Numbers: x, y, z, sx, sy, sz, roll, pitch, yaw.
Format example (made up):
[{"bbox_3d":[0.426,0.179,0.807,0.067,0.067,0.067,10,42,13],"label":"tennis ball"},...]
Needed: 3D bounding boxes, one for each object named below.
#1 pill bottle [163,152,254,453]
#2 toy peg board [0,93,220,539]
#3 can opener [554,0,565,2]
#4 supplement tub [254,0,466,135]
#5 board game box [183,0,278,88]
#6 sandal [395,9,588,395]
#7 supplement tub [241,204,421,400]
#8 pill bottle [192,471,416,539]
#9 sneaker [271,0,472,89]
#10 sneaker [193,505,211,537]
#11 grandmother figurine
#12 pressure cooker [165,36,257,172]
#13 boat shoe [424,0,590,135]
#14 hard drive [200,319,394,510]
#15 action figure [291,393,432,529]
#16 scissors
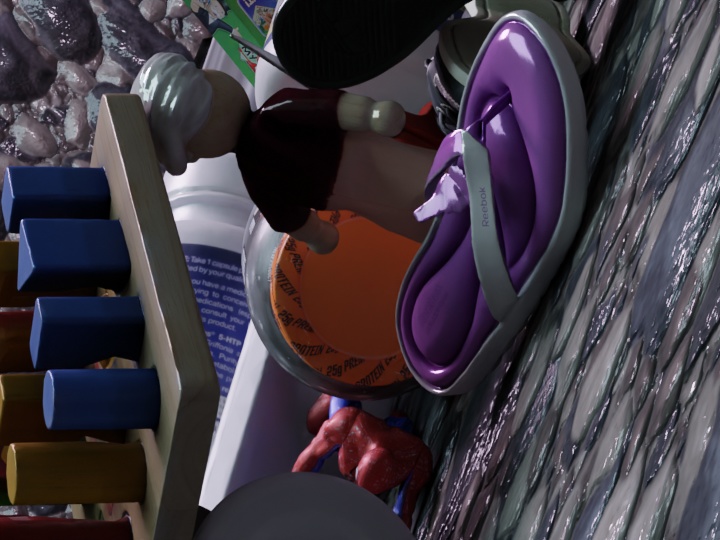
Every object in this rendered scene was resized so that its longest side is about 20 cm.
[{"bbox_3d":[-0.090,0.040,1.710,0.120,0.119,0.201,118,166,-62],"label":"pill bottle"},{"bbox_3d":[-0.140,0.060,1.306,0.201,0.097,0.200,-110,25,-47],"label":"toy peg board"},{"bbox_3d":[0.126,-0.234,1.478,0.063,0.079,0.201,-7,-52,-52],"label":"can opener"},{"bbox_3d":[0.030,-0.154,1.660,0.145,0.143,0.201,116,172,-54],"label":"supplement tub"},{"bbox_3d":[-0.003,-0.159,1.757,0.029,0.135,0.200,-34,9,45],"label":"board game box"},{"bbox_3d":[0.049,-0.018,1.277,0.083,0.050,0.204,48,140,34],"label":"sandal"},{"bbox_3d":[0.000,0.000,1.524,0.200,0.122,0.123,-130,59,-84],"label":"supplement tub"},{"bbox_3d":[-0.043,0.181,1.349,0.200,0.112,0.113,116,172,-57],"label":"pill bottle"},{"bbox_3d":[0.051,-0.161,1.371,0.199,0.084,0.121,-26,23,11],"label":"sneaker"},{"bbox_3d":[-0.067,0.160,1.497,0.200,0.075,0.091,68,-154,-55],"label":"sneaker"},{"bbox_3d":[-0.011,-0.048,1.360,0.122,0.199,0.061,115,173,-45],"label":"grandmother figurine"},{"bbox_3d":[-0.018,-0.096,1.854,0.176,0.178,0.201,-42,25,48],"label":"pressure cooker"},{"bbox_3d":[0.065,-0.088,1.428,0.200,0.074,0.067,-92,17,-72],"label":"boat shoe"},{"bbox_3d":[-0.037,0.110,1.643,0.132,0.027,0.201,54,-138,-43],"label":"hard drive"},{"bbox_3d":[-0.007,0.113,1.512,0.100,0.065,0.200,-64,3,-1],"label":"action figure"},{"bbox_3d":[0.012,-0.065,1.401,0.014,0.200,0.074,-34,63,25],"label":"scissors"}]
